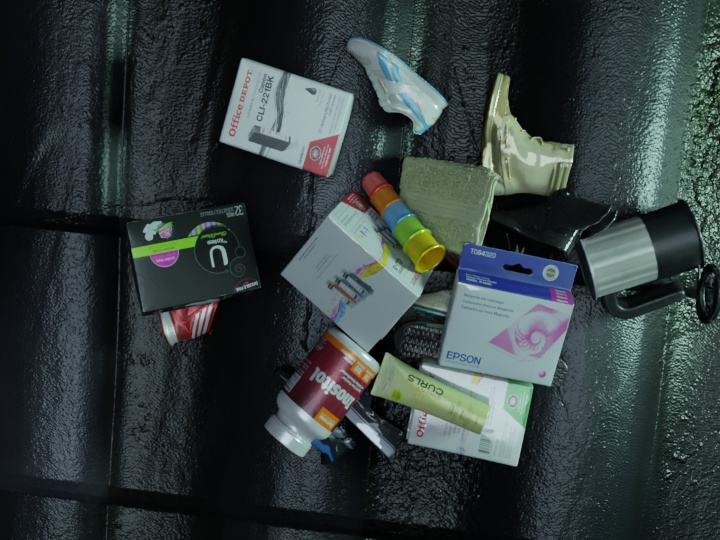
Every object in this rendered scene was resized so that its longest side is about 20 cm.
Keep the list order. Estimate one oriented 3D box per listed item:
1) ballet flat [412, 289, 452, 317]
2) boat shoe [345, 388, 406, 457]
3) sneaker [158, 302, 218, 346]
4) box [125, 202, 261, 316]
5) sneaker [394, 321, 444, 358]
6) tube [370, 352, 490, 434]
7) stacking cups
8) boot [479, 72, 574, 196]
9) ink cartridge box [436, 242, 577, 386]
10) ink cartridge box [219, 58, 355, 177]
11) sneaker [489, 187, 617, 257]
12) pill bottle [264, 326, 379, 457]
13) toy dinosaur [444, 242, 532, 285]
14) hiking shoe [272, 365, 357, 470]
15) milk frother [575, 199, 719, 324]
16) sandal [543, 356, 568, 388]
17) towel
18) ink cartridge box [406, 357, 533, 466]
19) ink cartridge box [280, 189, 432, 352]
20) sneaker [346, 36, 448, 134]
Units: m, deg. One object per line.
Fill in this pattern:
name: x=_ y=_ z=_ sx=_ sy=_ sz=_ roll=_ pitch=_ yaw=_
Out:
ballet flat: x=0.184 y=0.061 z=1.465 sx=0.196 sy=0.067 sz=0.064 roll=17 pitch=89 yaw=3
boat shoe: x=0.003 y=0.241 z=1.542 sx=0.200 sy=0.070 sz=0.066 roll=45 pitch=82 yaw=1
sneaker: x=-0.314 y=0.023 z=1.547 sx=0.113 sy=0.078 sz=0.204 roll=-14 pitch=96 yaw=-11
box: x=-0.284 y=-0.017 z=1.458 sx=0.196 sy=0.124 sz=0.152 roll=-12 pitch=87 yaw=-17
sneaker: x=0.159 y=0.122 z=1.492 sx=0.196 sy=0.093 sz=0.072 roll=9 pitch=101 yaw=6
tube: x=0.118 y=0.212 z=1.450 sx=0.197 sy=0.052 sz=0.059 roll=24 pitch=58 yaw=8
stacking cups: x=0.063 y=-0.088 z=1.441 sx=0.060 sy=0.060 sz=0.201 roll=-41 pitch=60 yaw=9
boot: x=0.279 y=-0.222 z=1.446 sx=0.152 sy=0.073 sz=0.204 roll=4 pitch=100 yaw=5
ink cartridge box: x=0.237 y=0.074 z=1.398 sx=0.192 sy=0.043 sz=0.204 roll=10 pitch=108 yaw=-3
ink cartridge box: x=-0.124 y=-0.259 z=1.472 sx=0.196 sy=0.084 sz=0.147 roll=18 pitch=100 yaw=3
sneaker: x=0.314 y=-0.091 z=1.436 sx=0.199 sy=0.060 sz=0.105 roll=29 pitch=85 yaw=43
pill bottle: x=-0.067 y=0.205 z=1.449 sx=0.112 sy=0.113 sz=0.201 roll=38 pitch=85 yaw=-1
toy dinosaur: x=0.222 y=0.004 z=1.501 sx=0.198 sy=0.105 sz=0.184 roll=-13 pitch=108 yaw=40
hiking shoe: x=-0.096 y=0.261 z=1.545 sx=0.087 sy=0.074 sz=0.200 roll=-42 pitch=92 yaw=8
milk frother: x=0.466 y=0.004 z=1.399 sx=0.185 sy=0.200 sz=0.184 roll=-18 pitch=100 yaw=8
sandal: x=0.270 y=0.131 z=1.506 sx=0.199 sy=0.048 sz=0.076 roll=39 pitch=104 yaw=1
towel: x=0.135 y=-0.111 z=1.442 sx=0.198 sy=0.036 sz=0.151 roll=19 pitch=101 yaw=42
ink cartridge box: x=0.187 y=0.240 z=1.511 sx=0.196 sy=0.088 sz=0.148 roll=11 pitch=98 yaw=3
ink cartridge box: x=0.000 y=0.000 z=1.450 sx=0.200 sy=0.146 sz=0.145 roll=42 pitch=116 yaw=-3
sneaker: x=0.050 y=-0.314 z=1.454 sx=0.199 sy=0.077 sz=0.081 roll=40 pitch=101 yaw=1
